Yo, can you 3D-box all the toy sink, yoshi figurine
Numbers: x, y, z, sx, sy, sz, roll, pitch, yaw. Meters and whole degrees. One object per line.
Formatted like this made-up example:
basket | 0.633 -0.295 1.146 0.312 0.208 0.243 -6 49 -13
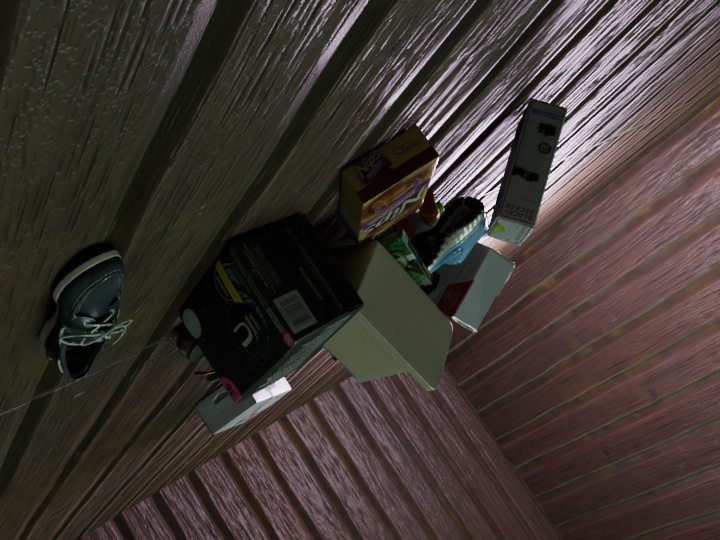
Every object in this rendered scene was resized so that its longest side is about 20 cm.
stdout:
toy sink | 0.026 0.080 1.160 0.112 0.200 0.131 -20 -145 39
yoshi figurine | 0.100 -0.077 1.375 0.200 0.112 0.112 55 50 -66

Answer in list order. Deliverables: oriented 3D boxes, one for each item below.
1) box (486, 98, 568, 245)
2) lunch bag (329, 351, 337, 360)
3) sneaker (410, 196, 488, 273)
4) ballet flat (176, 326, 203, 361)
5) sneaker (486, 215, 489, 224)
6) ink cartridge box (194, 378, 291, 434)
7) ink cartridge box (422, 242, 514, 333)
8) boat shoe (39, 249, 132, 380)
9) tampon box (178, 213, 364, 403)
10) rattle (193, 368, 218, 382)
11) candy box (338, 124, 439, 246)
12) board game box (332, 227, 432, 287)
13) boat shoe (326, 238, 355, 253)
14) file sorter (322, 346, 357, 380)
box | 0.258 -0.151 1.234 0.117 0.060 0.201 86 21 -79
lunch bag | 0.025 0.116 1.869 0.200 0.122 0.170 -33 171 29
sneaker | 0.132 -0.024 1.269 0.200 0.078 0.090 -39 134 0
ballet flat | -0.218 0.088 1.219 0.200 0.046 0.068 -27 147 -61
sneaker | 0.198 -0.071 1.685 0.200 0.070 0.108 -34 177 -41
ink cartridge box | -0.277 0.305 1.884 0.145 0.084 0.200 -37 170 16
ink cartridge box | 0.166 0.007 1.478 0.083 0.200 0.146 29 90 -38
boat shoe | -0.274 0.050 0.793 0.075 0.062 0.200 -21 163 -46
tampon box | -0.122 0.053 1.034 0.126 0.150 0.200 -25 166 -42
rattle | -0.135 0.117 1.197 0.200 0.143 0.130 -55 -177 -30
candy box | 0.034 -0.107 1.058 0.116 0.057 0.200 -33 171 -9
board game box | 0.000 0.008 1.215 0.199 0.105 0.024 -19 -148 24
boat shoe | 0.000 0.000 1.296 0.072 0.072 0.200 -46 149 25
file sorter | 0.015 0.111 1.598 0.139 0.123 0.200 -37 -164 13
